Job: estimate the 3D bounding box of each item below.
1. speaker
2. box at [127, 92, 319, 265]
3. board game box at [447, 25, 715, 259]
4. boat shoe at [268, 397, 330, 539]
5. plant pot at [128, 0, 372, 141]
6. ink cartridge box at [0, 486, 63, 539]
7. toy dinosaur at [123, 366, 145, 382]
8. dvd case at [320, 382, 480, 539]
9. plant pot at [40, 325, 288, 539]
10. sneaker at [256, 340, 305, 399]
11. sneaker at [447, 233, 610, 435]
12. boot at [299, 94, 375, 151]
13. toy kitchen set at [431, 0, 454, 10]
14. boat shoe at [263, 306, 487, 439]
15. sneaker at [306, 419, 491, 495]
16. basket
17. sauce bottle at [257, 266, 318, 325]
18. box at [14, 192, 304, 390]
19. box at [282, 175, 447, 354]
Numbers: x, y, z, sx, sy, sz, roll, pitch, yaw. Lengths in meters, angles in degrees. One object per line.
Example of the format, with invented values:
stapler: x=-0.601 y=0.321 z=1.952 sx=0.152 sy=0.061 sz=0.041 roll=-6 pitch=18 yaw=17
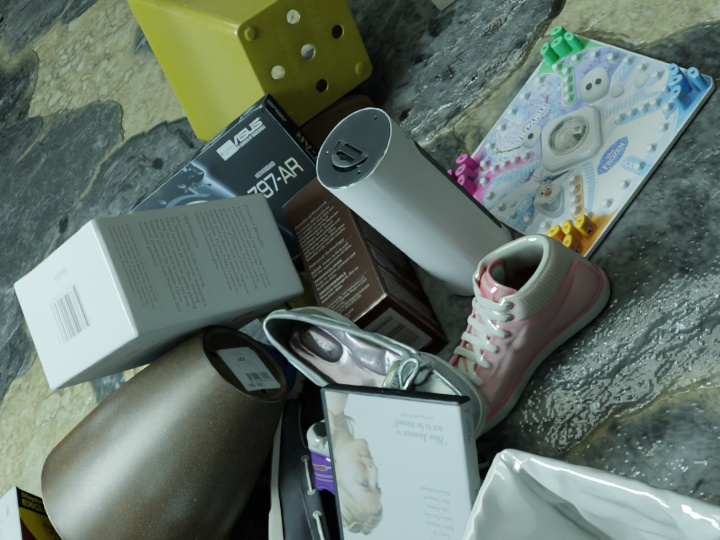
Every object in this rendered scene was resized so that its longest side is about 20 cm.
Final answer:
speaker: x=0.051 y=-0.055 z=0.915 sx=0.081 sy=0.200 sz=0.082 roll=-24 pitch=48 yaw=30
box: x=-0.123 y=-0.067 z=1.124 sx=0.200 sy=0.160 sz=0.044 roll=-35 pitch=18 yaw=19
board game box: x=0.192 y=-0.126 z=0.968 sx=0.200 sy=0.026 sz=0.200 roll=-53 pitch=40 yaw=0
boat shoe: x=-0.052 y=0.202 z=0.958 sx=0.062 sy=0.073 sz=0.201 roll=1 pitch=45 yaw=-5
plant pot: x=-0.105 y=-0.258 z=1.171 sx=0.200 sy=0.201 sz=0.176 roll=-37 pitch=36 yaw=-18
ink cartridge box: x=-0.263 y=0.288 z=0.970 sx=0.084 sy=0.200 sz=0.176 roll=-42 pitch=42 yaw=11
toy dinosaur: x=-0.247 y=0.119 z=1.165 sx=0.201 sy=0.058 sz=0.101 roll=-59 pitch=36 yaw=0
dvd case: x=0.035 y=0.189 z=0.804 sx=0.142 sy=0.017 sz=0.201 roll=0 pitch=101 yaw=42
plant pot: x=-0.157 y=0.153 z=0.949 sx=0.200 sy=0.186 sz=0.187 roll=-50 pitch=38 yaw=21
sneaker: x=-0.153 y=0.116 z=1.077 sx=0.199 sy=0.089 sz=0.079 roll=-28 pitch=45 yaw=30
sneaker: x=0.107 y=0.051 z=0.862 sx=0.200 sy=0.105 sz=0.075 roll=-47 pitch=42 yaw=10
boot: x=-0.089 y=-0.144 z=1.216 sx=0.200 sy=0.070 sz=0.146 roll=-42 pitch=32 yaw=-8
toy kitchen set: x=0.090 y=-0.452 z=1.195 sx=0.180 sy=0.163 sz=0.201 roll=-34 pitch=43 yaw=21
boat shoe: x=0.009 y=0.086 z=0.855 sx=0.201 sy=0.065 sz=0.075 roll=30 pitch=98 yaw=28
sneaker: x=0.041 y=0.183 z=0.870 sx=0.199 sy=0.080 sz=0.084 roll=17 pitch=117 yaw=39
basket: x=0.159 y=0.240 z=0.629 sx=0.199 sy=0.161 sz=0.199 roll=9 pitch=69 yaw=46
sauce bottle: x=-0.086 y=0.019 z=1.051 sx=0.066 sy=0.066 sz=0.200 roll=-45 pitch=63 yaw=9
box: x=-0.182 y=0.016 z=0.957 sx=0.152 sy=0.199 sz=0.107 roll=-30 pitch=80 yaw=40
box: x=0.000 y=0.000 z=1.004 sx=0.075 sy=0.100 sz=0.201 roll=-38 pitch=41 yaw=17
